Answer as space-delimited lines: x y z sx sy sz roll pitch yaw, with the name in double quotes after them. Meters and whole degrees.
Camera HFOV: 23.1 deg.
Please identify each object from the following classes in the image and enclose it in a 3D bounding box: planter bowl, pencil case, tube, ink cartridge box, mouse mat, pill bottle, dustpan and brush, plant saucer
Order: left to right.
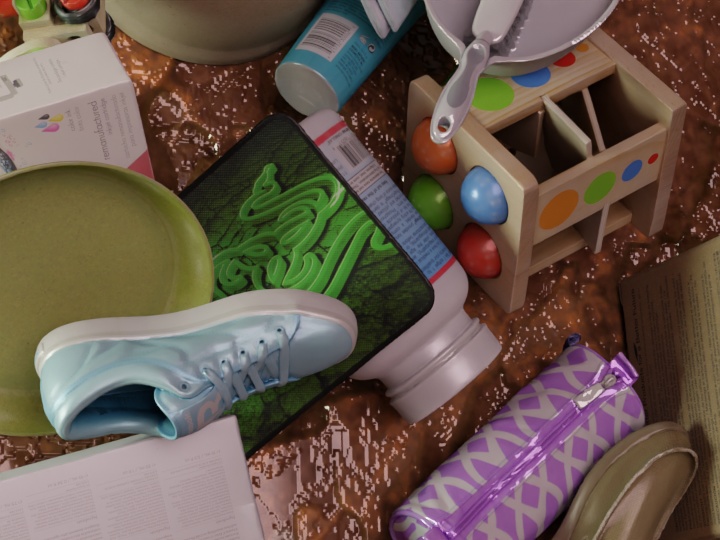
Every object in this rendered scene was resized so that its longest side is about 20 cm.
-0.232 -0.056 1.077 0.200 0.117 0.068 -19 41 -12 "ink cartridge box"
-0.189 0.014 1.083 0.200 0.200 0.031 -6 34 -21 "plant saucer"
-0.089 -0.257 1.189 0.200 0.135 0.201 5 74 -19 "planter bowl"
-0.072 0.018 1.128 0.200 0.008 0.161 -40 91 14 "mouse mat"
0.000 0.000 1.169 0.109 0.109 0.200 -40 91 -24 "pill bottle"
0.013 -0.190 1.232 0.077 0.050 0.200 38 60 -3 "tube"
0.084 -0.155 1.139 0.139 0.057 0.200 23 68 5 "dustpan and brush"
0.110 0.134 1.187 0.200 0.086 0.084 -42 89 -23 "pencil case"
0.259 0.084 1.209 0.075 0.165 0.200 -1 77 -22 "ink cartridge box"

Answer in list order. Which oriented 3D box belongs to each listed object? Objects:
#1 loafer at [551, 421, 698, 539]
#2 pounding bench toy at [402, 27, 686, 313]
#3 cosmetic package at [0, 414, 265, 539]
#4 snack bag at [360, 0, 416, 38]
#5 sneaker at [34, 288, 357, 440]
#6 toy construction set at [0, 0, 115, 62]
0.166 0.192 1.173 0.200 0.067 0.076 -54 138 -1 "loafer"
0.094 -0.097 1.217 0.156 0.124 0.200 -27 54 -22 "pounding bench toy"
-0.158 0.186 1.083 0.200 0.052 0.151 -14 91 -22 "cosmetic package"
0.015 -0.288 1.168 0.200 0.021 0.189 60 45 -35 "snack bag"
-0.095 0.069 1.074 0.200 0.074 0.082 -10 49 -4 "sneaker"
-0.225 -0.183 1.135 0.131 0.092 0.200 -8 79 6 "toy construction set"
